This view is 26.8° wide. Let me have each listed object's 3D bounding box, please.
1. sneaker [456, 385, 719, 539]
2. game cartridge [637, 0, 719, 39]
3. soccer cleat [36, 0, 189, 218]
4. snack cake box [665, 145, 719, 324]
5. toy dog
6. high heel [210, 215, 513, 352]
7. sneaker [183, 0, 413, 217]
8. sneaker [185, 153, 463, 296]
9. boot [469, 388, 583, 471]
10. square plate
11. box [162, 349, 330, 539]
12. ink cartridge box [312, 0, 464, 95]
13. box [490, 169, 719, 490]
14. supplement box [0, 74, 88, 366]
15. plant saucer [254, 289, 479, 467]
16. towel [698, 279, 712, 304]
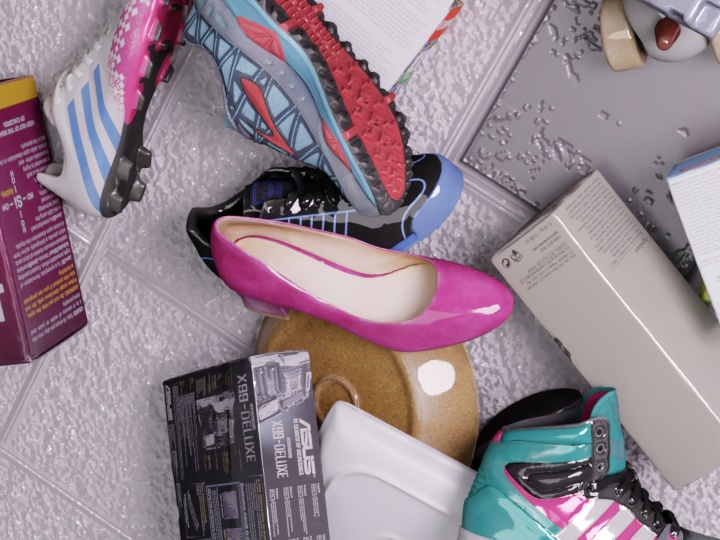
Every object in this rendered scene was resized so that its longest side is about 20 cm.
[{"bbox_3d":[0.166,0.138,0.971,0.198,0.084,0.122,9,91,-2],"label":"sneaker"},{"bbox_3d":[0.156,-0.241,0.896,0.199,0.040,0.134,33,105,18],"label":"game cartridge"},{"bbox_3d":[-0.184,-0.136,1.086,0.086,0.070,0.202,22,110,10],"label":"soccer cleat"},{"bbox_3d":[0.304,-0.044,0.937,0.198,0.067,0.116,-19,97,21],"label":"snack cake box"},{"bbox_3d":[0.182,-0.210,0.938,0.131,0.096,0.201,-27,95,21],"label":"toy dog"},{"bbox_3d":[0.000,0.000,0.995,0.198,0.096,0.068,10,64,17],"label":"high heel"},{"bbox_3d":[-0.043,-0.113,1.003,0.095,0.079,0.201,-37,85,35],"label":"sneaker"},{"bbox_3d":[-0.029,-0.041,1.049,0.198,0.071,0.078,-23,135,22],"label":"sneaker"},{"bbox_3d":[0.138,0.202,1.077,0.188,0.068,0.200,-40,91,22],"label":"boot"},{"bbox_3d":[0.034,0.204,1.061,0.199,0.029,0.199,28,130,0],"label":"square plate"},{"bbox_3d":[-0.080,0.165,1.067,0.157,0.049,0.202,-20,75,59],"label":"box"},{"bbox_3d":[0.006,-0.187,1.025,0.109,0.050,0.200,41,111,4],"label":"ink cartridge box"},{"bbox_3d":[0.183,0.039,1.005,0.201,0.082,0.068,52,131,0],"label":"box"},{"bbox_3d":[-0.300,-0.034,1.131,0.129,0.103,0.202,-7,103,17],"label":"supplement box"},{"bbox_3d":[-0.009,0.091,1.077,0.199,0.035,0.203,8,104,35],"label":"plant saucer"},{"bbox_3d":[0.307,-0.057,0.980,0.142,0.023,0.202,15,108,12],"label":"towel"}]
